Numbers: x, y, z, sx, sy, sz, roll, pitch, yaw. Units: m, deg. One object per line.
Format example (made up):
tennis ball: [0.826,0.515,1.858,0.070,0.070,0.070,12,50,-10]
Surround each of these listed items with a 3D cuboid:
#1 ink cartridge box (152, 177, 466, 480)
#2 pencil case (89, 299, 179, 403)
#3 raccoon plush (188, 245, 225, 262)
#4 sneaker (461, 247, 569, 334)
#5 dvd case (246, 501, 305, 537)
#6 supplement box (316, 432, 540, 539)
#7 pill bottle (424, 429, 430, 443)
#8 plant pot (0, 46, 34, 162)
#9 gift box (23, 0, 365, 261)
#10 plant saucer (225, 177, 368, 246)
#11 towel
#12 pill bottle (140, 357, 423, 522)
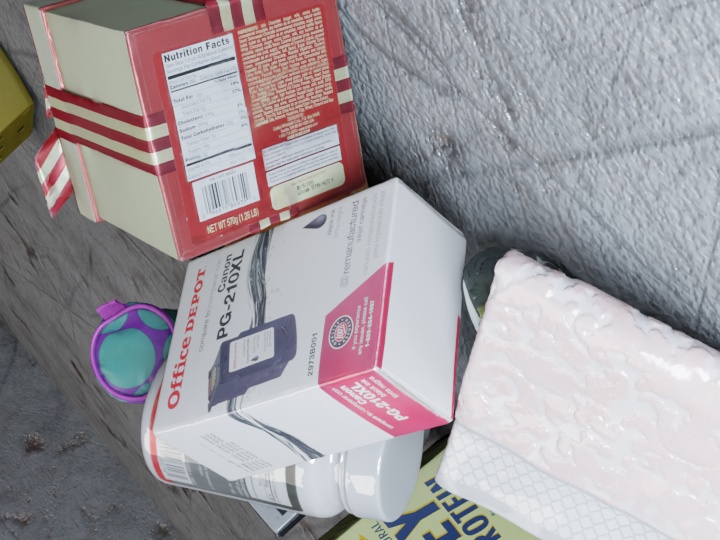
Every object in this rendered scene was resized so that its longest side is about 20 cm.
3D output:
ink cartridge box: [-0.035,0.045,0.850,0.200,0.145,0.084,-20,138,35]
pencil case: [-0.167,0.067,1.130,0.093,0.085,0.200,66,-169,5]
raccoon plush: [-0.121,0.010,1.151,0.096,0.200,0.134,11,151,5]
sneaker: [0.131,0.075,0.827,0.200,0.074,0.085,51,160,8]
dvd case: [-0.043,0.106,1.079,0.150,0.200,0.025,44,168,23]
supplement box: [0.058,0.242,1.074,0.134,0.200,0.200,51,160,6]
pill bottle: [-0.007,0.144,1.187,0.112,0.112,0.200,55,159,-3]
plant pot: [-0.556,-0.222,1.713,0.176,0.200,0.200,43,160,-2]
gift box: [-0.125,-0.110,0.896,0.187,0.184,0.201,26,127,50]
plant saucer: [-0.047,-0.030,0.996,0.200,0.032,0.201,7,99,55]
towel: [0.149,0.104,0.751,0.200,0.032,0.191,27,130,16]
pill bottle: [-0.059,0.128,0.981,0.199,0.114,0.114,8,139,22]
